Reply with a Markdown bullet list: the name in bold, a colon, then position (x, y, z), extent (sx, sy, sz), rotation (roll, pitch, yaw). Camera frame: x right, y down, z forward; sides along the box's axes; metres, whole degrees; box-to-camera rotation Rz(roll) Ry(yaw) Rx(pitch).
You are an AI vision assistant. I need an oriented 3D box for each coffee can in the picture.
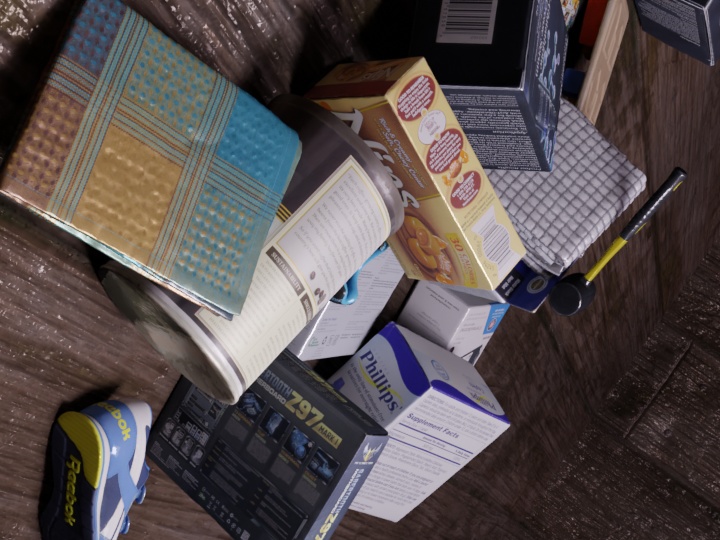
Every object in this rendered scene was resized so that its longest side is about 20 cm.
- **coffee can**: position (-0.083, -0.018, 0.880), extent (0.200, 0.146, 0.147), rotation (-47, 156, -20)

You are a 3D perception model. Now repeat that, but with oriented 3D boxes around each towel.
- **towel**: position (-0.129, -0.072, 0.735), extent (0.200, 0.022, 0.148), rotation (33, 72, -42)
- **towel**: position (0.194, -0.105, 1.244), extent (0.166, 0.200, 0.086), rotation (-45, 172, -23)

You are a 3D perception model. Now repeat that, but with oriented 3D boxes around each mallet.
- **mallet**: position (0.280, -0.031, 1.208), extent (0.200, 0.041, 0.066), rotation (-50, 167, 17)

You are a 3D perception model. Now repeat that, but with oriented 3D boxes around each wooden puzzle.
- **wooden puzzle**: position (0.281, -0.252, 1.363), extent (0.185, 0.046, 0.202), rotation (0, 103, -75)

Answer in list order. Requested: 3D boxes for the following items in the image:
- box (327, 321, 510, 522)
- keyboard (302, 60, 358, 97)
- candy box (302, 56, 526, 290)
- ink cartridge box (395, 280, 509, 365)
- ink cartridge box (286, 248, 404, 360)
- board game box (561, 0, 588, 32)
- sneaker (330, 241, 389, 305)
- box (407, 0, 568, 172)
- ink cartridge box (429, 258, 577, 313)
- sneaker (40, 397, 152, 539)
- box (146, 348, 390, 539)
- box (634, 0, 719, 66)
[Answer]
- **box**: position (0.039, 0.183, 1.320), extent (0.200, 0.105, 0.184), rotation (-42, 141, 15)
- **keyboard**: position (-0.028, -0.103, 1.040), extent (0.127, 0.021, 0.201), rotation (-25, 144, -42)
- **candy box**: position (0.046, -0.079, 0.944), extent (0.055, 0.115, 0.201), rotation (-45, 120, -26)
- **ink cartridge box**: position (0.093, 0.107, 1.477), extent (0.144, 0.084, 0.201), rotation (-3, 125, -61)
- **ink cartridge box**: position (0.000, 0.000, 1.186), extent (0.201, 0.043, 0.196), rotation (-61, 163, 7)
- **board game box**: position (0.237, -0.343, 1.240), extent (0.105, 0.023, 0.201), rotation (-36, 150, -37)
- **sneaker**: position (0.012, -0.061, 1.041), extent (0.201, 0.082, 0.073), rotation (-58, 149, 9)
- **box**: position (0.122, -0.194, 1.035), extent (0.200, 0.106, 0.150), rotation (44, 53, -68)
- **ink cartridge box**: position (0.188, -0.051, 1.333), extent (0.200, 0.199, 0.041), rotation (-49, 121, -16)
- **sneaker**: position (-0.224, 0.194, 0.980), extent (0.082, 0.074, 0.201), rotation (-30, 147, -49)
- **box**: position (-0.091, 0.158, 1.031), extent (0.159, 0.199, 0.051), rotation (-60, 152, 9)
- **box**: position (0.458, -0.407, 1.462), extent (0.201, 0.124, 0.196), rotation (-57, 156, 2)
